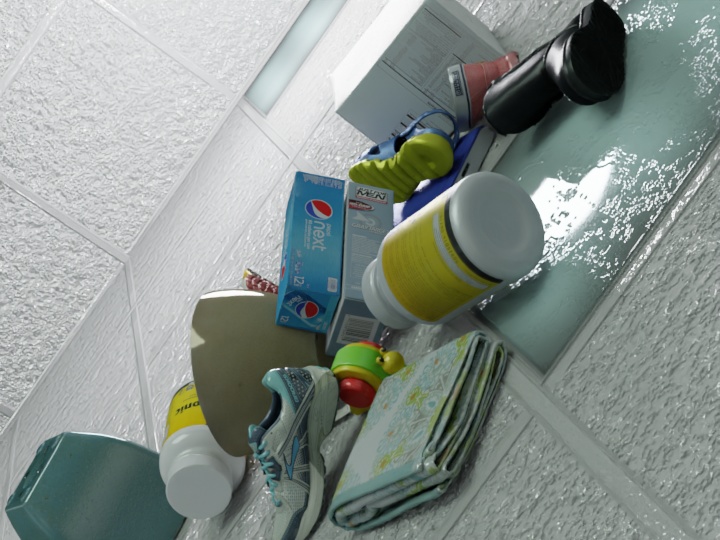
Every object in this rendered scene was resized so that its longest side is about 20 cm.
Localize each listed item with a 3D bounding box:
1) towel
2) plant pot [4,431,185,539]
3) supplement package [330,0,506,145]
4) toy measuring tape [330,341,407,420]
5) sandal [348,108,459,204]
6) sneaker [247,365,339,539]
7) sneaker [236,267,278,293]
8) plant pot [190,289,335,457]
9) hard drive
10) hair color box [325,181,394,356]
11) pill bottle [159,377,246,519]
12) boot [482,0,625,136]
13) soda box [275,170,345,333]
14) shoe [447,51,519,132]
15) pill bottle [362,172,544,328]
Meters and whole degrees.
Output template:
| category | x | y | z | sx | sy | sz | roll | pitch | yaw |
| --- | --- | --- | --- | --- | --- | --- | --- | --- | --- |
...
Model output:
| category | x | y | z | sx | sy | sz | roll | pitch | yaw |
| --- | --- | --- | --- | --- | --- | --- | --- | --- | --- |
| towel | 0.053 | 0.156 | 1.375 | 0.200 | 0.048 | 0.172 | -34 | 24 | 52 |
| plant pot | -0.370 | 0.327 | 1.970 | 0.196 | 0.200 | 0.196 | -26 | 34 | 60 |
| supplement package | 0.076 | -0.278 | 1.969 | 0.200 | 0.147 | 0.191 | -50 | 17 | 15 |
| toy measuring tape | -0.019 | 0.127 | 1.589 | 0.200 | 0.073 | 0.074 | -35 | 25 | 49 |
| sandal | 0.061 | -0.145 | 1.803 | 0.200 | 0.079 | 0.087 | -18 | 36 | 51 |
| sneaker | -0.085 | 0.199 | 1.533 | 0.078 | 0.086 | 0.201 | 174 | 105 | -66 |
| sneaker | -0.156 | 0.055 | 2.135 | 0.082 | 0.078 | 0.200 | -59 | 7 | 1 |
| plant pot | -0.100 | 0.110 | 1.697 | 0.134 | 0.201 | 0.201 | -12 | 32 | 16 |
| hard drive | 0.085 | -0.100 | 1.813 | 0.200 | 0.025 | 0.132 | -25 | 35 | 60 |
| hair color box | 0.000 | 0.000 | 1.693 | 0.201 | 0.060 | 0.099 | -89 | 13 | -46 |
| pill bottle | -0.200 | 0.228 | 1.834 | 0.111 | 0.111 | 0.200 | -49 | 18 | 20 |
| boot | 0.206 | -0.198 | 1.564 | 0.168 | 0.076 | 0.200 | -40 | 15 | 33 |
| soda box | -0.058 | -0.024 | 1.684 | 0.201 | 0.064 | 0.068 | -87 | 12 | -46 |
| shoe | 0.159 | -0.222 | 1.780 | 0.090 | 0.072 | 0.200 | -11 | -4 | 4 |
| pill bottle | 0.087 | -0.012 | 1.454 | 0.200 | 0.112 | 0.112 | -34 | 26 | 50 |
